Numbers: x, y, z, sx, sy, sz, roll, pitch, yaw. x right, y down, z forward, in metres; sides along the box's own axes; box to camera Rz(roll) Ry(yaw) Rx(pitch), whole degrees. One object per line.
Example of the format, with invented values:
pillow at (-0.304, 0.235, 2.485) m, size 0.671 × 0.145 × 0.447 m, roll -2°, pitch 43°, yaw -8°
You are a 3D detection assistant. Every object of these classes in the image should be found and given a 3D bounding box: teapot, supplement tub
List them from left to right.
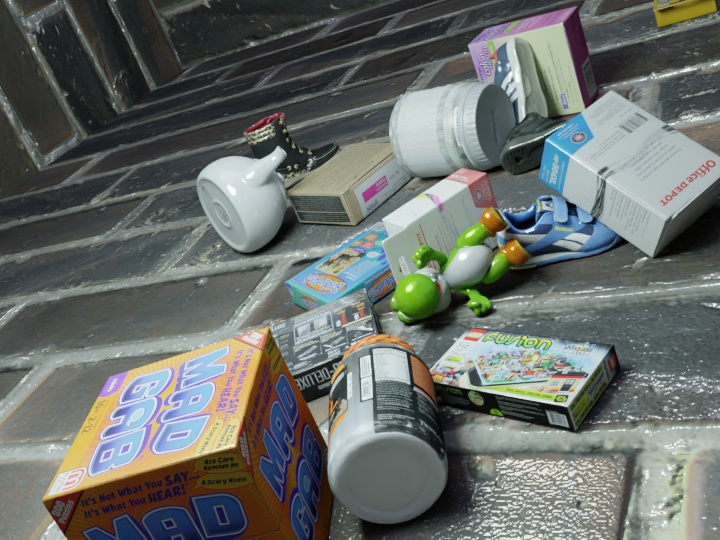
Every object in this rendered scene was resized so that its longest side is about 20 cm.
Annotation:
teapot at (-0.208, -0.140, 1.667) m, size 0.146 × 0.199 × 0.199 m, roll -35°, pitch 34°, yaw -26°
supplement tub at (0.025, 0.161, 0.936) m, size 0.122 × 0.123 × 0.200 m, roll -19°, pitch 24°, yaw 8°

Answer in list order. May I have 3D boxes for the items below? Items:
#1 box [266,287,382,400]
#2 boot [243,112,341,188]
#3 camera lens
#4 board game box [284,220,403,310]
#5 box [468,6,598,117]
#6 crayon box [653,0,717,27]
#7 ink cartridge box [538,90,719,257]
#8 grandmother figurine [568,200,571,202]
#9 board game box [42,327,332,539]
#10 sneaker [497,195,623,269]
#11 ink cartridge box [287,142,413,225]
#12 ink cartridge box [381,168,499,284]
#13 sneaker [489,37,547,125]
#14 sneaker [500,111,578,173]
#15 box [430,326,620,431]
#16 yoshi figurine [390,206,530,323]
box at (-0.066, 0.112, 1.199) m, size 0.199 × 0.050 × 0.158 m, roll -22°, pitch 25°, yaw 2°
boot at (-0.151, -0.275, 1.915) m, size 0.199 × 0.151 × 0.073 m, roll -28°, pitch 25°, yaw -10°
camera lens at (0.164, -0.256, 1.594) m, size 0.199 × 0.161 × 0.160 m, roll 0°, pitch 33°, yaw 40°
board game box at (0.000, 0.000, 1.368) m, size 0.199 × 0.045 × 0.152 m, roll -33°, pitch 27°, yaw -20°
box at (0.338, -0.393, 1.695) m, size 0.199 × 0.177 × 0.097 m, roll -5°, pitch 30°, yaw 36°
crayon box at (0.715, -0.596, 1.919) m, size 0.125 × 0.052 × 0.200 m, roll -10°, pitch 27°, yaw 26°
ink cartridge box at (0.364, -0.132, 1.166) m, size 0.146 × 0.085 × 0.200 m, roll -35°, pitch 60°, yaw -23°
grandmother figurine at (0.397, -0.124, 1.255) m, size 0.198 × 0.061 × 0.121 m, roll -19°, pitch 25°, yaw 6°
board game box at (-0.158, 0.217, 0.893) m, size 0.198 × 0.201 × 0.200 m, roll -18°, pitch 25°, yaw 12°
sneaker at (0.283, -0.064, 1.206) m, size 0.198 × 0.083 × 0.074 m, roll -15°, pitch 25°, yaw 10°
ink cartridge box at (-0.015, -0.169, 1.680) m, size 0.164 × 0.076 × 0.200 m, roll 7°, pitch 38°, yaw 46°
ink cartridge box at (0.111, -0.052, 1.288) m, size 0.199 × 0.117 × 0.067 m, roll -33°, pitch 27°, yaw -20°
sneaker at (0.289, -0.327, 1.626) m, size 0.075 × 0.202 × 0.084 m, roll -1°, pitch -11°, yaw -40°
sneaker at (0.341, -0.241, 1.508) m, size 0.198 × 0.076 × 0.115 m, roll -17°, pitch 34°, yaw 26°
box at (0.179, 0.118, 0.992) m, size 0.199 × 0.035 × 0.110 m, roll 4°, pitch 36°, yaw 45°
yoshi figurine at (0.123, 0.007, 1.171) m, size 0.199 × 0.112 × 0.113 m, roll -37°, pitch 45°, yaw 13°
